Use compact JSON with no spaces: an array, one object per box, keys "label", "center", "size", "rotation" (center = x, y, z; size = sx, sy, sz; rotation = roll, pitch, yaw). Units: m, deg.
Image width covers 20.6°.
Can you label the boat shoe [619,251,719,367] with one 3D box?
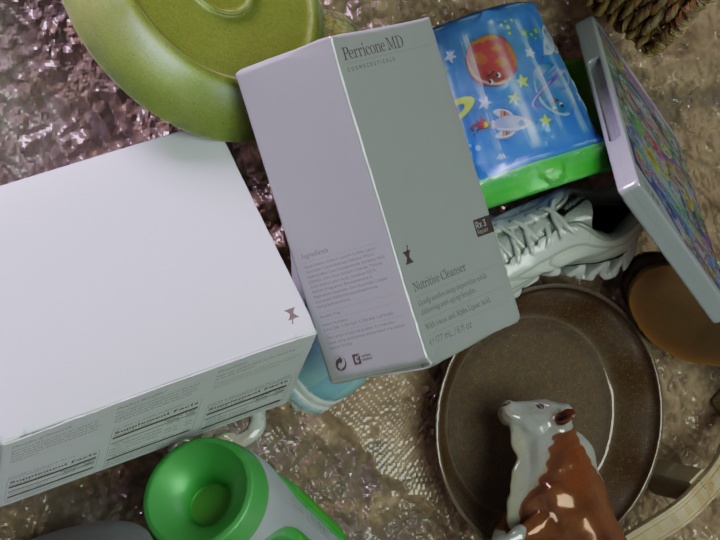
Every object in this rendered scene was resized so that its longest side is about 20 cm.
[{"label":"boat shoe","center":[0.269,0.035,1.504],"size":[0.200,0.070,0.070],"rotation":[29,111,-31]}]

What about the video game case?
[{"label":"video game case","center":[0.205,-0.074,1.395],"size":[0.018,0.200,0.143],"rotation":[-28,127,18]}]

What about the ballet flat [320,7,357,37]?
[{"label":"ballet flat","center":[-0.082,-0.175,1.304],"size":[0.200,0.071,0.071],"rotation":[24,80,-27]}]

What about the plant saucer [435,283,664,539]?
[{"label":"plant saucer","center":[0.131,0.109,1.445],"size":[0.200,0.037,0.201],"rotation":[-1,92,-30]}]

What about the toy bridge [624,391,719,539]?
[{"label":"toy bridge","center":[0.241,0.159,1.491],"size":[0.200,0.067,0.027],"rotation":[-42,110,-21]}]

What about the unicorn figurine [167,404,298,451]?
[{"label":"unicorn figurine","center":[-0.091,0.063,1.294],"size":[0.200,0.074,0.137],"rotation":[44,61,-17]}]

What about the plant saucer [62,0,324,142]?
[{"label":"plant saucer","center":[-0.096,-0.175,1.225],"size":[0.200,0.031,0.200],"rotation":[21,53,-31]}]

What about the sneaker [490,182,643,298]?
[{"label":"sneaker","center":[0.117,-0.021,1.385],"size":[0.200,0.081,0.075],"rotation":[-18,74,-26]}]

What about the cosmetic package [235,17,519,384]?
[{"label":"cosmetic package","center":[0.012,-0.044,1.198],"size":[0.113,0.081,0.200],"rotation":[-23,98,-52]}]

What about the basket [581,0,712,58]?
[{"label":"basket","center":[0.214,-0.266,1.365],"size":[0.149,0.200,0.143],"rotation":[39,69,2]}]

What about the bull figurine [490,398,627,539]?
[{"label":"bull figurine","center":[0.139,0.189,1.397],"size":[0.121,0.065,0.200],"rotation":[-37,107,-19]}]

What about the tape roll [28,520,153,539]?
[{"label":"tape roll","center":[-0.202,0.227,1.170],"size":[0.200,0.200,0.066],"rotation":[-30,107,-25]}]

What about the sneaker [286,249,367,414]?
[{"label":"sneaker","center":[0.000,0.000,1.302],"size":[0.074,0.082,0.200],"rotation":[31,46,-31]}]

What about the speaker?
[{"label":"speaker","center":[-0.063,0.178,1.264],"size":[0.089,0.088,0.200],"rotation":[-59,148,-14]}]

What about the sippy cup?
[{"label":"sippy cup","center":[0.094,-0.111,1.369],"size":[0.139,0.178,0.131],"rotation":[-17,90,10]}]

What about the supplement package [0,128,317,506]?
[{"label":"supplement package","center":[-0.154,0.025,1.194],"size":[0.200,0.111,0.156],"rotation":[-19,70,-22]}]
